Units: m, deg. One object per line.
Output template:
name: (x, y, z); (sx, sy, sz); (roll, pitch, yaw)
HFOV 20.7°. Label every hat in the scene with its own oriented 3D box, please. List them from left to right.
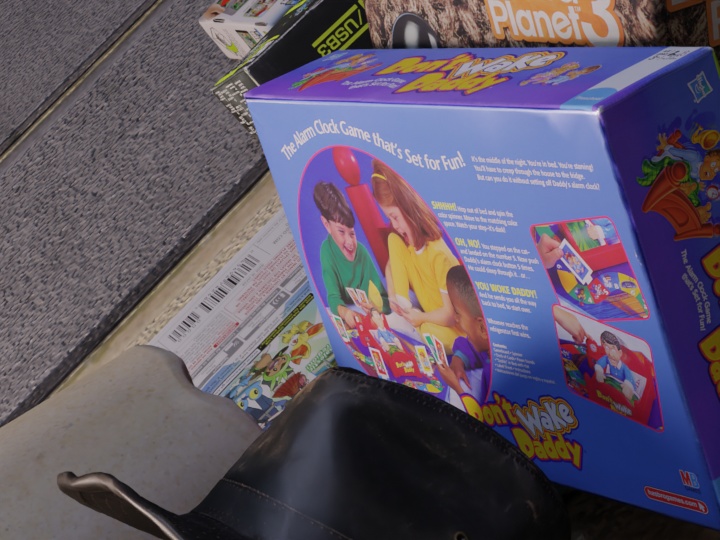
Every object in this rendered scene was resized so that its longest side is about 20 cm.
hat: (0.011, 0.080, 0.617); (0.200, 0.200, 0.081); (17, 77, 57)

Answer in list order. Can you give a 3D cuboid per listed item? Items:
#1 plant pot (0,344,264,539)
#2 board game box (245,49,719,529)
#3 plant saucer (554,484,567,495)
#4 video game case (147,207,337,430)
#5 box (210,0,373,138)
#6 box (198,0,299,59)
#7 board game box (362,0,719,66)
plant pot: (-0.111, 0.132, 0.743); (0.183, 0.201, 0.200); (-40, 27, -21)
board game box: (0.049, -0.002, 0.644); (0.045, 0.135, 0.200); (-28, 20, -27)
plant saucer: (0.090, 0.040, 0.778); (0.200, 0.019, 0.070); (-48, 30, -10)
video game case: (0.000, 0.000, 0.940); (0.200, 0.022, 0.182); (-45, 29, -9)
box: (0.010, -0.151, 1.048); (0.193, 0.048, 0.200); (-46, 8, -6)
box: (-0.003, -0.210, 1.218); (0.200, 0.035, 0.110); (-50, 30, -15)
board game box: (0.090, -0.068, 0.686); (0.097, 0.200, 0.159); (-29, 30, -27)
